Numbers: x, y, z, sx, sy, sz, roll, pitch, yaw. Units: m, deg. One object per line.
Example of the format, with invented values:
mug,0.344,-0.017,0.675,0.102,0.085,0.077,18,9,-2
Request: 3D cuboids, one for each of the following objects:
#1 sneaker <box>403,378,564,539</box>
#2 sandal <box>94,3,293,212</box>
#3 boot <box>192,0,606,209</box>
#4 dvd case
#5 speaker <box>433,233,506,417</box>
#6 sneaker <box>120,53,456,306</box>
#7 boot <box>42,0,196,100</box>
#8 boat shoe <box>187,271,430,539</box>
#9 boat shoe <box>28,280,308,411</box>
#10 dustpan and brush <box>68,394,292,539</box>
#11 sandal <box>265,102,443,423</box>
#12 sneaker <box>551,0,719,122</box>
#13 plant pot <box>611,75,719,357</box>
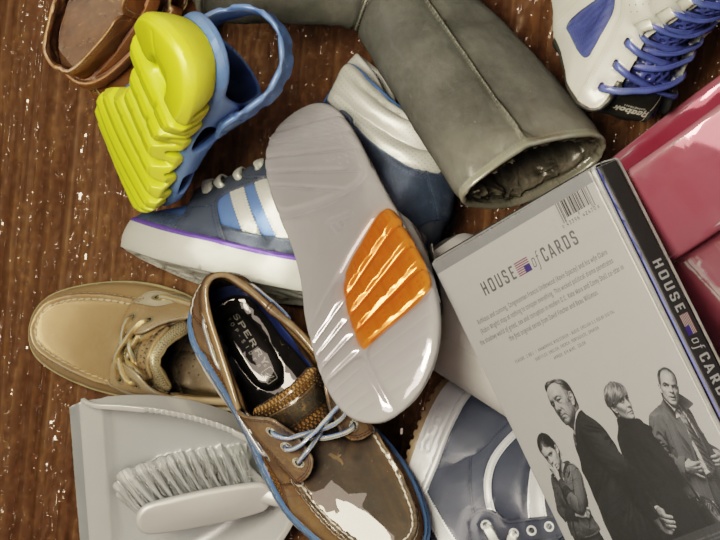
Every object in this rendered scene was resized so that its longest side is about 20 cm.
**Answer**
sneaker,0.065,0.171,1.402,0.108,0.070,0.201,18,90,21
sandal,-0.093,-0.092,1.383,0.087,0.200,0.080,-21,82,-24
boot,0.019,-0.116,1.390,0.181,0.073,0.201,-18,67,-16
dvd case,0.126,0.059,1.264,0.150,0.025,0.201,-31,83,53
speaker,0.116,0.057,1.361,0.200,0.081,0.082,31,97,34
sneaker,-0.036,-0.058,1.456,0.199,0.081,0.147,10,80,24
boot,-0.112,-0.190,1.443,0.073,0.155,0.201,19,93,19
boat shoe,-0.035,0.085,1.373,0.072,0.072,0.200,-38,74,-9
boat shoe,-0.117,0.045,1.477,0.199,0.064,0.072,7,89,19
dustpan and brush,-0.065,0.130,1.446,0.199,0.057,0.140,-8,125,-12
sandal,0.007,-0.005,1.365,0.079,0.059,0.208,-31,54,19
sneaker,0.170,-0.140,1.354,0.199,0.080,0.116,5,95,57
plant pot,0.233,-0.019,1.302,0.200,0.200,0.179,-37,91,13
